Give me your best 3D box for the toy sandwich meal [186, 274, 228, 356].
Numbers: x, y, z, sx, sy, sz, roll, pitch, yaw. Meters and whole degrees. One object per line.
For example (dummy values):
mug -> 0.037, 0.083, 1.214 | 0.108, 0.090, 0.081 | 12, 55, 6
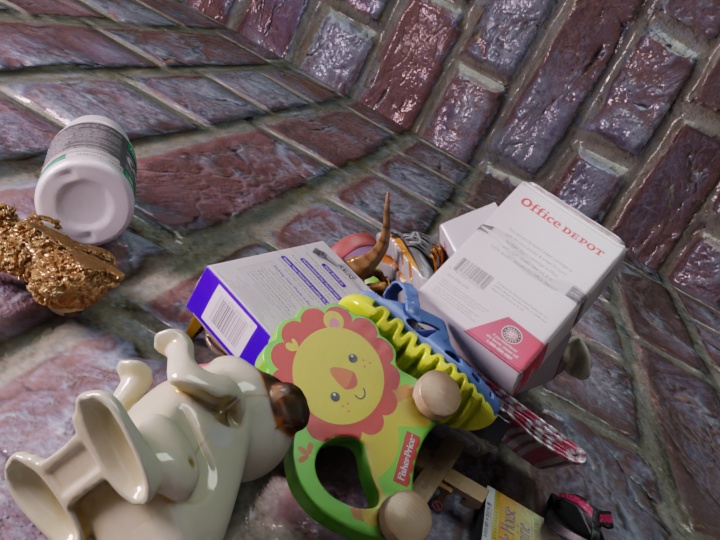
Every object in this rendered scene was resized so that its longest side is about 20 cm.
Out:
toy sandwich meal -> -0.112, 0.068, 0.949 | 0.204, 0.070, 0.206 | 26, 30, -16

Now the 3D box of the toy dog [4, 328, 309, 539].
toy dog -> -0.122, 0.135, 0.622 | 0.194, 0.140, 0.200 | 46, 31, 6

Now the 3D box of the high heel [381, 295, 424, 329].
high heel -> 0.022, 0.043, 1.071 | 0.199, 0.072, 0.142 | 24, 52, 36

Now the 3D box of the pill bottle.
pill bottle -> -0.339, -0.121, 1.026 | 0.113, 0.114, 0.200 | 20, 21, -23

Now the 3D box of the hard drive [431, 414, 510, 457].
hard drive -> 0.067, 0.144, 0.939 | 0.199, 0.038, 0.140 | 33, -16, 8

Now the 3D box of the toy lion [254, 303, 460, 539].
toy lion -> -0.013, 0.134, 0.753 | 0.191, 0.069, 0.201 | 27, 54, -11

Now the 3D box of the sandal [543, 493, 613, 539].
sandal -> 0.238, 0.263, 0.882 | 0.075, 0.045, 0.200 | 30, 2, 8

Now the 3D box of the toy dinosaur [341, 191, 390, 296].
toy dinosaur -> 0.000, 0.000, 0.979 | 0.106, 0.200, 0.061 | 37, 46, -24

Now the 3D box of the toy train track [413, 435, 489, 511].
toy train track -> 0.041, 0.200, 0.874 | 0.199, 0.033, 0.115 | 28, 31, 17

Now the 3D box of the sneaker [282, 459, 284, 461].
sneaker -> -0.050, 0.135, 0.834 | 0.199, 0.080, 0.095 | -1, 18, -39

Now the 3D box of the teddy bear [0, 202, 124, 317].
teddy bear -> -0.331, -0.011, 0.855 | 0.199, 0.067, 0.145 | 29, 8, 20

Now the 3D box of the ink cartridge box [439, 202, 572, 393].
ink cartridge box -> 0.176, 0.041, 1.037 | 0.148, 0.085, 0.201 | 80, -14, -59

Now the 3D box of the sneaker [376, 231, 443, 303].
sneaker -> 0.070, -0.011, 1.024 | 0.077, 0.079, 0.200 | -3, 18, -8

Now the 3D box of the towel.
towel -> 0.155, 0.169, 0.948 | 0.200, 0.030, 0.146 | 36, -14, 6

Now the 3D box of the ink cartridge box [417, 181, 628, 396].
ink cartridge box -> 0.179, 0.016, 0.917 | 0.145, 0.200, 0.085 | 37, -21, 21

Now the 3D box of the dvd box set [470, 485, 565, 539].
dvd box set -> 0.203, 0.309, 0.820 | 0.199, 0.030, 0.146 | 30, 17, 5

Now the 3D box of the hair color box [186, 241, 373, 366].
hair color box -> -0.078, 0.036, 0.893 | 0.109, 0.065, 0.200 | 45, 32, 19

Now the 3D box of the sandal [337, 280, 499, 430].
sandal -> 0.070, 0.080, 0.848 | 0.200, 0.079, 0.087 | 45, 46, 0

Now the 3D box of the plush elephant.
plush elephant -> 0.233, 0.119, 1.174 | 0.155, 0.200, 0.165 | 45, -9, -33

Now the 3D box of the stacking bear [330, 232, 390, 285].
stacking bear -> 0.033, 0.049, 1.139 | 0.121, 0.114, 0.200 | 7, 33, -48
